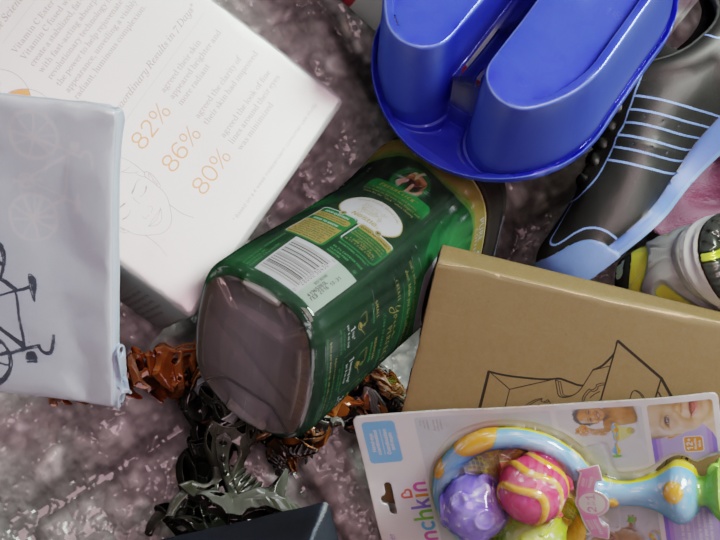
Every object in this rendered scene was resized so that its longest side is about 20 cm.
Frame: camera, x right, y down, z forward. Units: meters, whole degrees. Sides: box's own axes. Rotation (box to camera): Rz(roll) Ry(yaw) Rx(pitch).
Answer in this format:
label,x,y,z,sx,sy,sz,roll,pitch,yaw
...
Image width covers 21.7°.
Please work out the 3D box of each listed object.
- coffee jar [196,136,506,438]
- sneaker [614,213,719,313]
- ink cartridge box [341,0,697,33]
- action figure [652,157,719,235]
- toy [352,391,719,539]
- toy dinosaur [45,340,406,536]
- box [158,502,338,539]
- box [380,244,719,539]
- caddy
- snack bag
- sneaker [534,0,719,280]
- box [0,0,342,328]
label,x,y,z,sx,sy,sz,roll,pitch,yaw
coffee jar,0.000,0.000,1.047,0.085,0.105,0.200,31,44,22
sneaker,0.218,0.023,1.088,0.200,0.076,0.076,38,53,-45
ink cartridge box,0.085,-0.182,1.133,0.200,0.086,0.148,43,75,-8
action figure,0.240,-0.078,1.171,0.148,0.134,0.201,12,81,14
toy,0.101,0.130,1.025,0.199,0.047,0.116,-6,120,12
toy dinosaur,-0.074,0.086,1.071,0.199,0.102,0.136,0,68,3
box,-0.090,0.247,0.969,0.199,0.117,0.198,-14,99,9
box,0.123,0.081,1.039,0.199,0.021,0.164,14,119,3
caddy,0.092,-0.144,1.036,0.141,0.105,0.200,33,73,14
snack bag,-0.216,-0.020,0.986,0.199,0.021,0.189,6,118,4
sneaker,0.161,-0.077,1.077,0.200,0.070,0.078,-45,94,-6
box,-0.140,-0.088,1.049,0.200,0.106,0.153,37,77,-9
